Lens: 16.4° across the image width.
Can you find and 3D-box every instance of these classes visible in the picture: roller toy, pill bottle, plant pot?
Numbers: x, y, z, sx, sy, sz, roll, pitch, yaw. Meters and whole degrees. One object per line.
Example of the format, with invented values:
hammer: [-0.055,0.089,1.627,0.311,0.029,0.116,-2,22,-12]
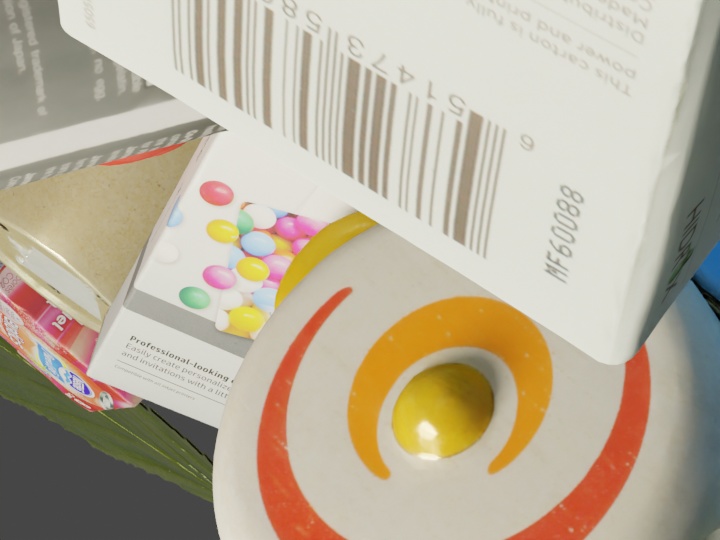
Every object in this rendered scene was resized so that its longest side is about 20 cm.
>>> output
roller toy: [0.049,0.071,0.849,0.182,0.200,0.140,-4,149,24]
pill bottle: [-0.084,-0.093,0.803,0.114,0.200,0.114,164,90,-70]
plant pot: [-0.074,-0.073,1.086,0.187,0.200,0.187,33,165,10]

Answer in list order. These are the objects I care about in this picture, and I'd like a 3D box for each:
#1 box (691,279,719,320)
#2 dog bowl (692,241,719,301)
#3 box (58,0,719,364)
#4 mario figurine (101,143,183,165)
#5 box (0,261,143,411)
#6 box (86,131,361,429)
box: [0.176,0.069,0.948,0.200,0.044,0.160,61,176,-26]
dog bowl: [0.181,-0.018,0.775,0.200,0.050,0.112,7,145,36]
box: [0.043,-0.128,0.658,0.199,0.171,0.200,32,149,16]
mario figurine: [-0.109,-0.128,0.968,0.123,0.106,0.200,-61,38,41]
box: [-0.096,-0.033,1.250,0.095,0.200,0.100,42,164,-11]
box: [0.000,0.000,0.961,0.156,0.041,0.200,23,135,-11]
